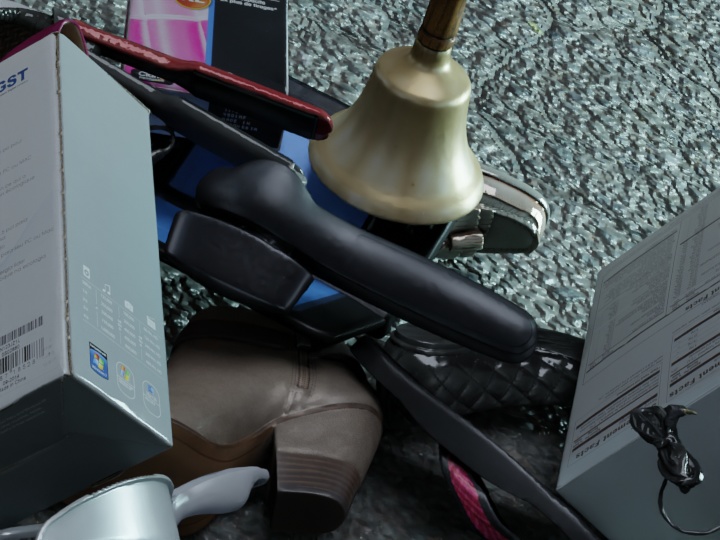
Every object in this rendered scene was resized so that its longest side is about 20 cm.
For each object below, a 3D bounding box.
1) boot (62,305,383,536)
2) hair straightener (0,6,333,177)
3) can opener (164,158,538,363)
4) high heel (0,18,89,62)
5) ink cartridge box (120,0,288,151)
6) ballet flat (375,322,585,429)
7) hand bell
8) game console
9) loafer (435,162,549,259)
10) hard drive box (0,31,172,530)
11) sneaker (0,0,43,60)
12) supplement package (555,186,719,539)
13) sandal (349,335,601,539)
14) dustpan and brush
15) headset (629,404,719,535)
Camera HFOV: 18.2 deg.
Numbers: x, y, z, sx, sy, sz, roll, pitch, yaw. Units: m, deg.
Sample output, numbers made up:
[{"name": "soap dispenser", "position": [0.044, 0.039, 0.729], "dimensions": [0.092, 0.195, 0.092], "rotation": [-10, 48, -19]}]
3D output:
[{"name": "boot", "position": [-0.083, 0.070, 1.174], "dimensions": [0.199, 0.070, 0.146], "rotation": [16, 32, -14]}, {"name": "hair straightener", "position": [-0.119, -0.087, 1.205], "dimensions": [0.199, 0.041, 0.077], "rotation": [24, 70, -3]}, {"name": "can opener", "position": [0.000, 0.000, 1.167], "dimensions": [0.199, 0.079, 0.063], "rotation": [22, -2, 1]}, {"name": "high heel", "position": [-0.146, -0.033, 1.131], "dimensions": [0.067, 0.096, 0.200], "rotation": [8, 42, -48]}, {"name": "ink cartridge box", "position": [-0.091, -0.145, 1.323], "dimensions": [0.094, 0.037, 0.200], "rotation": [8, 35, -9]}, {"name": "ballet flat", "position": [0.091, 0.065, 1.298], "dimensions": [0.199, 0.057, 0.066], "rotation": [6, 17, -32]}, {"name": "hand bell", "position": [0.042, -0.134, 1.222], "dimensions": [0.104, 0.201, 0.104], "rotation": [10, 38, -8]}, {"name": "game console", "position": [-0.058, -0.051, 1.258], "dimensions": [0.199, 0.117, 0.176], "rotation": [28, 68, 13]}, {"name": "loafer", "position": [0.014, -0.035, 1.356], "dimensions": [0.199, 0.072, 0.063], "rotation": [15, 53, -3]}, {"name": "hard drive box", "position": [-0.173, 0.013, 1.032], "dimensions": [0.077, 0.155, 0.201], "rotation": [40, 33, -44]}, {"name": "sneaker", "position": [-0.250, -0.151, 1.330], "dimensions": [0.199, 0.073, 0.085], "rotation": [14, 34, -19]}, {"name": "supplement package", "position": [0.221, 0.069, 1.234], "dimensions": [0.152, 0.150, 0.200], "rotation": [43, 33, -17]}, {"name": "sandal", "position": [0.064, 0.114, 1.200], "dimensions": [0.200, 0.045, 0.075], "rotation": [40, -2, 3]}, {"name": "dustpan and brush", "position": [-0.111, 0.125, 1.032], "dimensions": [0.199, 0.140, 0.057], "rotation": [-3, 59, -43]}, {"name": "headset", "position": [0.209, 0.140, 1.118], "dimensions": [0.200, 0.124, 0.094], "rotation": [39, 12, -33]}]
